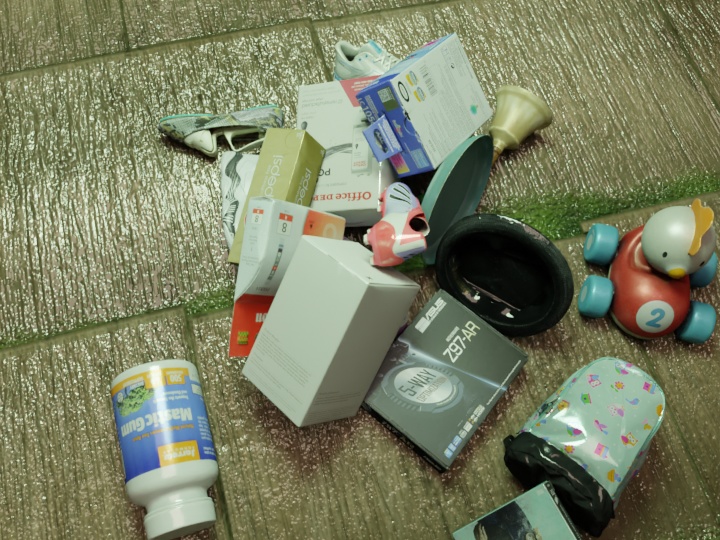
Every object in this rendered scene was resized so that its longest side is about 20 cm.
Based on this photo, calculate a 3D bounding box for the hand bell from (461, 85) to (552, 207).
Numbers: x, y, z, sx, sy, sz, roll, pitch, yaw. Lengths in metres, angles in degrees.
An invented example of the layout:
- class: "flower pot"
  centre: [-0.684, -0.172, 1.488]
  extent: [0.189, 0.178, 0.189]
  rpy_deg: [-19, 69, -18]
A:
- class: "hand bell"
  centre: [0.213, -0.184, 1.101]
  extent: [0.104, 0.104, 0.201]
  rpy_deg: [31, 80, 10]

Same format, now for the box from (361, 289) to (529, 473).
- class: "box"
  centre: [0.111, 0.148, 0.949]
  extent: [0.160, 0.044, 0.200]
  rpy_deg: [39, 69, 13]

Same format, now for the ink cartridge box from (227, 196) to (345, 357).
- class: "ink cartridge box"
  centre: [-0.093, 0.015, 0.899]
  extent: [0.050, 0.162, 0.201]
  rpy_deg: [5, 88, 32]

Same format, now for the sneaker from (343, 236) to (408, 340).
- class: "sneaker"
  centre: [0.001, 0.000, 0.973]
  extent: [0.073, 0.114, 0.200]
  rpy_deg: [-39, 72, -17]

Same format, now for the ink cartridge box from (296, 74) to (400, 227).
- class: "ink cartridge box"
  centre: [-0.017, -0.172, 1.016]
  extent: [0.146, 0.083, 0.201]
  rpy_deg: [-2, 79, 22]

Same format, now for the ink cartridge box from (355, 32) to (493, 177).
- class: "ink cartridge box"
  centre: [0.084, -0.224, 0.957]
  extent: [0.200, 0.076, 0.137]
  rpy_deg: [-45, 114, -36]

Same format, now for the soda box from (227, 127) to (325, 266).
- class: "soda box"
  centre: [-0.114, -0.093, 0.951]
  extent: [0.067, 0.064, 0.201]
  rpy_deg: [10, 79, 28]

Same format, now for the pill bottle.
- class: "pill bottle"
  centre: [-0.240, 0.223, 0.854]
  extent: [0.111, 0.112, 0.201]
  rpy_deg: [-15, 66, -10]

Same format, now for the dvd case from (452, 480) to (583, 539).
- class: "dvd case"
  centre: [0.217, 0.375, 0.818]
  extent: [0.146, 0.022, 0.201]
  rpy_deg: [-38, 70, 23]

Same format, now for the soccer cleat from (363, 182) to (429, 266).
- class: "soccer cleat"
  centre: [0.058, -0.063, 0.886]
  extent: [0.076, 0.067, 0.200]
  rpy_deg: [-8, 23, 16]

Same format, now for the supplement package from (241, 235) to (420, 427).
- class: "supplement package"
  centre: [-0.038, 0.074, 0.865]
  extent: [0.121, 0.120, 0.201]
  rpy_deg: [36, 108, 32]

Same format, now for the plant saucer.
- class: "plant saucer"
  centre: [0.131, -0.104, 0.984]
  extent: [0.027, 0.200, 0.200]
  rpy_deg: [28, 66, 20]

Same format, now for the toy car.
- class: "toy car"
  centre: [0.430, -0.013, 0.958]
  extent: [0.183, 0.200, 0.178]
  rpy_deg: [14, 65, 3]

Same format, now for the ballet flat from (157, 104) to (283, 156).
- class: "ballet flat"
  centre: [-0.218, -0.217, 1.085]
  extent: [0.199, 0.072, 0.072]
  rpy_deg: [-8, 66, -6]

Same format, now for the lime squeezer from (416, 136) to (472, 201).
- class: "lime squeezer"
  centre: [0.149, -0.177, 1.069]
  extent: [0.070, 0.038, 0.201]
  rpy_deg: [24, 84, 13]

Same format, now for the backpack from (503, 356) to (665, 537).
- class: "backpack"
  centre: [0.303, 0.213, 0.888]
  extent: [0.167, 0.127, 0.200]
  rpy_deg: [40, 66, 17]

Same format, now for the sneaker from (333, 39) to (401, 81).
- class: "sneaker"
  centre: [0.035, -0.323, 1.105]
  extent: [0.199, 0.087, 0.075]
  rpy_deg: [19, 53, 25]

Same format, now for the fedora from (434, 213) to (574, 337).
- class: "fedora"
  centre: [0.211, -0.006, 0.984]
  extent: [0.200, 0.201, 0.092]
  rpy_deg: [31, 37, 10]

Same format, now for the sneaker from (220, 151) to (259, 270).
- class: "sneaker"
  centre: [-0.147, -0.097, 1.027]
  extent: [0.114, 0.075, 0.201]
  rpy_deg: [-7, 63, -4]
